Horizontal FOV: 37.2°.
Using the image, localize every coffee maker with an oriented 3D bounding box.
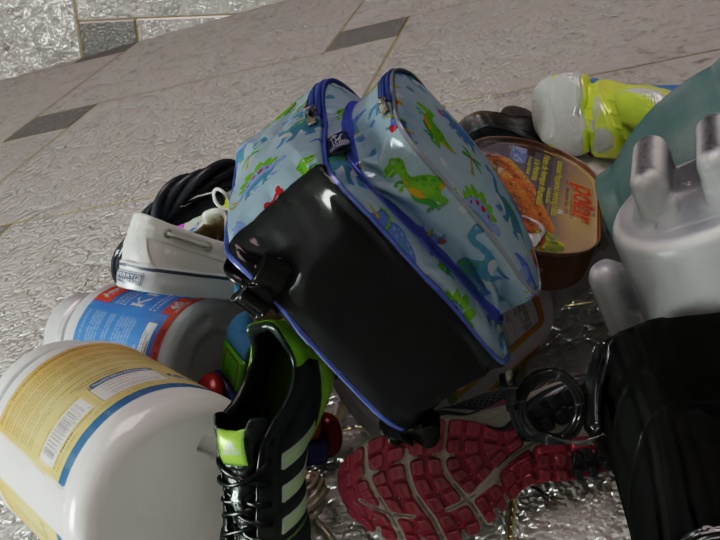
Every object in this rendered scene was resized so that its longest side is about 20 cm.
[{"bbox_3d":[0.179,0.125,0.560,0.191,0.136,0.200,-20,22,16],"label":"coffee maker"}]

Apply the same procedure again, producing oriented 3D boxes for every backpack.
[{"bbox_3d":[0.015,-0.031,0.667,0.147,0.183,0.201,-38,28,14],"label":"backpack"}]

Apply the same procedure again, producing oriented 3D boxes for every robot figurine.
[{"bbox_3d":[0.231,0.006,0.671,0.168,0.201,0.113,-15,25,28],"label":"robot figurine"}]

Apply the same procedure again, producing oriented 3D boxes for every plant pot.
[{"bbox_3d":[0.261,-0.046,0.810,0.133,0.201,0.201,-24,19,22],"label":"plant pot"}]

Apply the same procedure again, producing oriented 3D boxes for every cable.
[{"bbox_3d":[-0.150,-0.020,0.988,0.162,0.051,0.200,-5,-35,-48],"label":"cable"}]

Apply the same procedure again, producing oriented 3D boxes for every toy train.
[{"bbox_3d":[-0.047,0.088,0.768,0.084,0.117,0.200,-2,25,-28],"label":"toy train"}]

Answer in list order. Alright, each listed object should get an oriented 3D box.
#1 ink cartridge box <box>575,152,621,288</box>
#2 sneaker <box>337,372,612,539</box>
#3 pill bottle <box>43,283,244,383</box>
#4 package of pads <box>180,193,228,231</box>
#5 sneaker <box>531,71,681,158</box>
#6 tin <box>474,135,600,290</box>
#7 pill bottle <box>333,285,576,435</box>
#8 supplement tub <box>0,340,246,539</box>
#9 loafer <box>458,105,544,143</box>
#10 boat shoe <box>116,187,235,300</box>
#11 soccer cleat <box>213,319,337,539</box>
[{"bbox_3d":[0.169,-0.044,0.978,0.198,0.084,0.147,-15,23,2],"label":"ink cartridge box"},{"bbox_3d":[0.081,0.120,0.700,0.198,0.081,0.075,-14,6,-10],"label":"sneaker"},{"bbox_3d":[-0.186,0.069,0.925,0.199,0.113,0.112,6,32,41],"label":"pill bottle"},{"bbox_3d":[-0.129,-0.055,1.129,0.200,0.068,0.155,-40,20,16],"label":"package of pads"},{"bbox_3d":[0.243,-0.137,0.971,0.104,0.077,0.200,-4,17,-26],"label":"sneaker"},{"bbox_3d":[0.128,-0.048,0.824,0.111,0.042,0.200,14,30,7],"label":"tin"},{"bbox_3d":[0.078,0.039,0.821,0.110,0.112,0.199,10,34,45],"label":"pill bottle"},{"bbox_3d":[-0.169,0.130,0.741,0.144,0.146,0.199,-30,28,-29],"label":"supplement tub"},{"bbox_3d":[0.152,-0.130,1.072,0.072,0.073,0.199,-29,-23,27],"label":"loafer"},{"bbox_3d":[-0.110,-0.022,0.867,0.074,0.087,0.201,10,3,40],"label":"boat shoe"},{"bbox_3d":[-0.062,0.128,0.644,0.067,0.202,0.081,0,-16,30],"label":"soccer cleat"}]
